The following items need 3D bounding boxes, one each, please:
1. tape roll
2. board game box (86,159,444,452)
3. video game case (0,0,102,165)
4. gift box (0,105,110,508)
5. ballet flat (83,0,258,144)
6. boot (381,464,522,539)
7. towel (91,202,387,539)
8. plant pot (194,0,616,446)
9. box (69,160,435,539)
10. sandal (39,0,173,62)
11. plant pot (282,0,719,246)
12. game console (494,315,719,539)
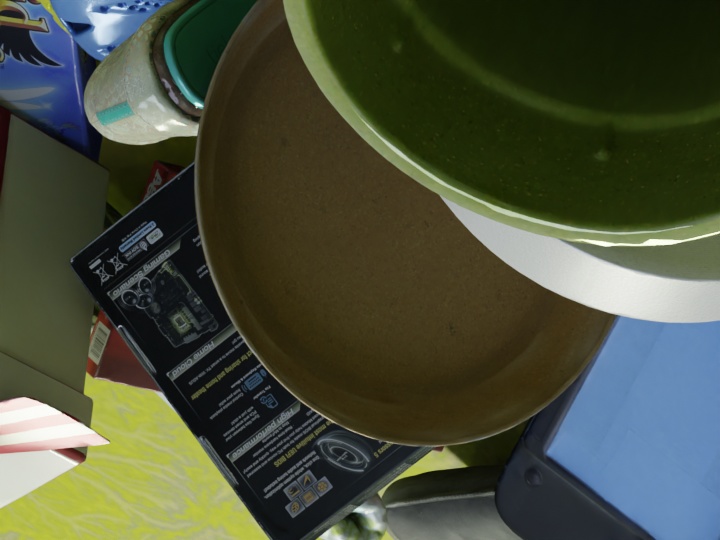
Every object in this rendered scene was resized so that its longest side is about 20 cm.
[{"bbox_3d":[0.114,-0.076,1.073,0.202,0.203,0.037,24,149,1],"label":"tape roll"},{"bbox_3d":[-0.026,0.020,1.317,0.199,0.103,0.019,14,-166,-34],"label":"board game box"},{"bbox_3d":[-0.213,-0.112,1.266,0.180,0.046,0.200,1,143,1],"label":"video game case"},{"bbox_3d":[-0.212,0.029,1.262,0.200,0.187,0.184,27,139,-29],"label":"gift box"},{"bbox_3d":[-0.042,-0.107,1.149,0.062,0.200,0.068,-22,98,43],"label":"ballet flat"},{"bbox_3d":[0.131,0.135,1.462,0.181,0.073,0.200,25,151,-21],"label":"boot"},{"bbox_3d":[-0.082,0.047,1.412,0.200,0.048,0.171,45,-178,-31],"label":"towel"},{"bbox_3d":[0.020,-0.031,1.103,0.200,0.201,0.027,39,159,-20],"label":"plant pot"},{"bbox_3d":[0.000,0.000,1.214,0.160,0.200,0.044,52,-178,8],"label":"box"},{"bbox_3d":[-0.093,-0.144,1.143,0.087,0.079,0.200,42,160,34],"label":"sandal"},{"bbox_3d":[0.095,-0.146,0.989,0.199,0.190,0.201,13,140,12],"label":"plant pot"},{"bbox_3d":[0.131,0.083,1.110,0.170,0.118,0.201,37,120,19],"label":"game console"}]
